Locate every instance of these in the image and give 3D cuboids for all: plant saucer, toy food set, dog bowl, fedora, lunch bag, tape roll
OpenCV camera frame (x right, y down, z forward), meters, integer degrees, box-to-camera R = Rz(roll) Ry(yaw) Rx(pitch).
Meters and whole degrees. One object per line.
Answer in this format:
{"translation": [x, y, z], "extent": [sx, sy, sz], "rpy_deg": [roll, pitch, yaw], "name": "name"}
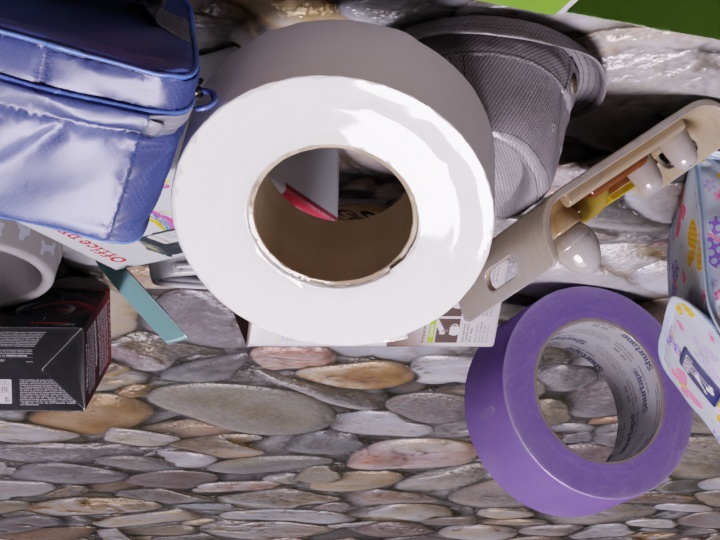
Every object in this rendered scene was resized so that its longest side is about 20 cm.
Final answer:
{"translation": [-0.182, 0.019, 1.365], "extent": [0.070, 0.019, 0.200], "rpy_deg": [49, 175, -15], "name": "plant saucer"}
{"translation": [0.171, -0.038, 1.209], "extent": [0.199, 0.061, 0.143], "rpy_deg": [-32, 176, -28], "name": "toy food set"}
{"translation": [-0.335, -0.022, 1.370], "extent": [0.198, 0.059, 0.200], "rpy_deg": [1, 160, 0], "name": "dog bowl"}
{"translation": [0.080, -0.090, 1.137], "extent": [0.175, 0.091, 0.200], "rpy_deg": [-2, 160, 6], "name": "fedora"}
{"translation": [-0.180, -0.113, 0.960], "extent": [0.198, 0.136, 0.133], "rpy_deg": [11, 120, -17], "name": "lunch bag"}
{"translation": [0.202, 0.122, 1.561], "extent": [0.198, 0.202, 0.085], "rpy_deg": [8, 158, -22], "name": "tape roll"}
{"translation": [0.295, 0.027, 1.303], "extent": [0.126, 0.202, 0.170], "rpy_deg": [-1, 161, 3], "name": "lunch bag"}
{"translation": [-0.015, -0.051, 1.047], "extent": [0.200, 0.071, 0.204], "rpy_deg": [2, 126, 3], "name": "tape roll"}

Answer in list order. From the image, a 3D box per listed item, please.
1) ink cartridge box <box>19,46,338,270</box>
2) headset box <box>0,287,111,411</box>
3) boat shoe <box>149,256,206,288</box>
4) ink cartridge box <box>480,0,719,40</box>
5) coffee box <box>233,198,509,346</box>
{"translation": [-0.134, -0.073, 1.195], "extent": [0.199, 0.084, 0.146], "rpy_deg": [-11, 158, 27], "name": "ink cartridge box"}
{"translation": [-0.302, 0.064, 1.488], "extent": [0.147, 0.076, 0.200], "rpy_deg": [1, -170, -1], "name": "headset box"}
{"translation": [-0.081, -0.002, 1.389], "extent": [0.199, 0.069, 0.072], "rpy_deg": [13, 157, -30], "name": "boat shoe"}
{"translation": [0.104, -0.196, 0.766], "extent": [0.198, 0.149, 0.076], "rpy_deg": [6, 158, -20], "name": "ink cartridge box"}
{"translation": [0.000, 0.000, 1.304], "extent": [0.198, 0.080, 0.113], "rpy_deg": [0, -155, -17], "name": "coffee box"}
